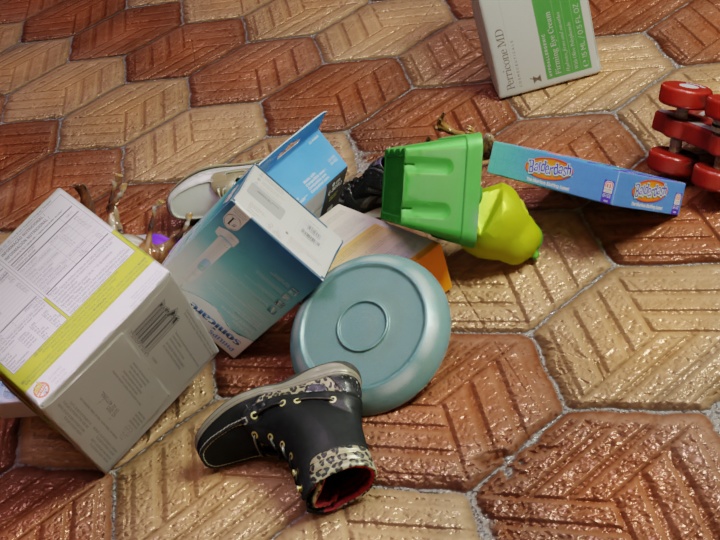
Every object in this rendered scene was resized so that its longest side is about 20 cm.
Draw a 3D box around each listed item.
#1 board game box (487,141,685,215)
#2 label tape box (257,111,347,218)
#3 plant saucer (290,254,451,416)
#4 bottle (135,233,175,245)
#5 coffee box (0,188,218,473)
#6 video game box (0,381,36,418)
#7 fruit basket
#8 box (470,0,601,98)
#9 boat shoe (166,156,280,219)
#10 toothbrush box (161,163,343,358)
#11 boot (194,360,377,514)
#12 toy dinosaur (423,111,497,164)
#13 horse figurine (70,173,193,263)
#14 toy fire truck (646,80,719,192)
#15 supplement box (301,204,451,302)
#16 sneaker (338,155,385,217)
[{"bbox_3d":[0.283,-0.117,1.565,0.151,0.045,0.199,4,11,-45],"label":"board game box"},{"bbox_3d":[-0.085,-0.093,1.638,0.066,0.201,0.143,36,52,12],"label":"label tape box"},{"bbox_3d":[0.006,0.067,1.425,0.198,0.027,0.202,-9,63,18],"label":"plant saucer"},{"bbox_3d":[-0.299,-0.011,1.740,0.198,0.066,0.084,-4,43,20],"label":"bottle"},{"bbox_3d":[-0.319,0.070,1.418,0.197,0.200,0.200,33,71,26],"label":"coffee box"},{"bbox_3d":[-0.350,0.090,1.558,0.198,0.047,0.184,-5,55,8],"label":"video game box"},{"bbox_3d":[0.134,-0.089,1.533,0.213,0.157,0.216,4,4,0],"label":"fruit basket"},{"bbox_3d":[0.264,-0.416,1.951,0.170,0.200,0.201,-14,32,6],"label":"box"},{"bbox_3d":[-0.193,-0.118,1.843,0.198,0.075,0.069,-19,26,-3],"label":"boat shoe"},{"bbox_3d":[-0.141,-0.008,1.507,0.200,0.146,0.086,-41,14,38],"label":"toothbrush box"},{"bbox_3d":[-0.080,0.194,1.321,0.202,0.074,0.154,-25,41,7],"label":"boot"},{"bbox_3d":[0.138,-0.159,1.682,0.061,0.106,0.200,-59,4,0],"label":"toy dinosaur"},{"bbox_3d":[-0.312,-0.047,1.679,0.199,0.134,0.050,27,14,20],"label":"horse figurine"},{"bbox_3d":[0.473,-0.172,1.578,0.167,0.113,0.200,-6,22,-29],"label":"toy fire truck"},{"bbox_3d":[0.000,0.000,1.570,0.126,0.074,0.199,-37,38,-26],"label":"supplement box"},{"bbox_3d":[0.021,-0.122,1.732,0.198,0.088,0.076,-3,35,23],"label":"sneaker"}]
